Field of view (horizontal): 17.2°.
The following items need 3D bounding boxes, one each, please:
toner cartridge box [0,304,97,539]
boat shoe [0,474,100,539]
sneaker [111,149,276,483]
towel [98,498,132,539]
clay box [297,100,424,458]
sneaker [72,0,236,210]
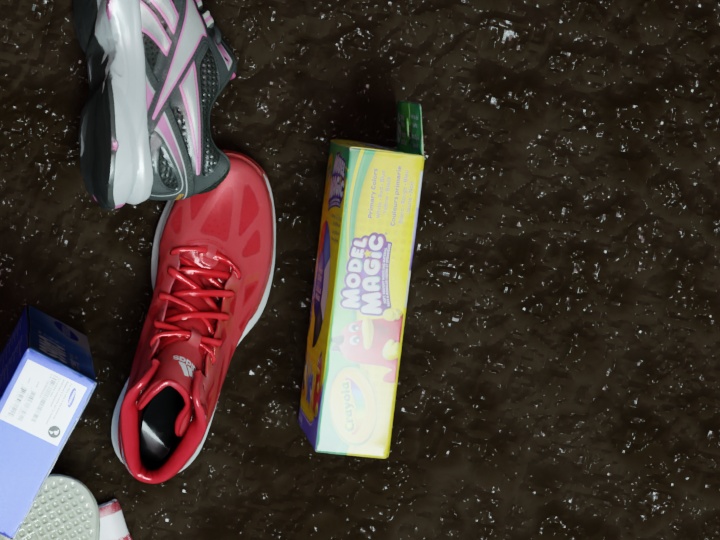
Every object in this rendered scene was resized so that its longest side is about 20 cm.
[{"bbox_3d":[-0.188,0.080,1.317,0.043,0.200,0.095,29,91,-10],"label":"toner cartridge box"},{"bbox_3d":[-0.206,0.211,1.377,0.075,0.062,0.200,19,90,-8],"label":"boat shoe"},{"bbox_3d":[-0.090,0.031,1.368,0.078,0.116,0.200,12,94,-8],"label":"sneaker"},{"bbox_3d":[-0.181,0.252,1.425,0.144,0.023,0.200,-18,97,-6],"label":"towel"},{"bbox_3d":[0.000,0.000,1.378,0.048,0.115,0.200,5,94,-7],"label":"clay box"},{"bbox_3d":[-0.115,-0.133,1.372,0.086,0.080,0.200,2,87,-24],"label":"sneaker"}]
